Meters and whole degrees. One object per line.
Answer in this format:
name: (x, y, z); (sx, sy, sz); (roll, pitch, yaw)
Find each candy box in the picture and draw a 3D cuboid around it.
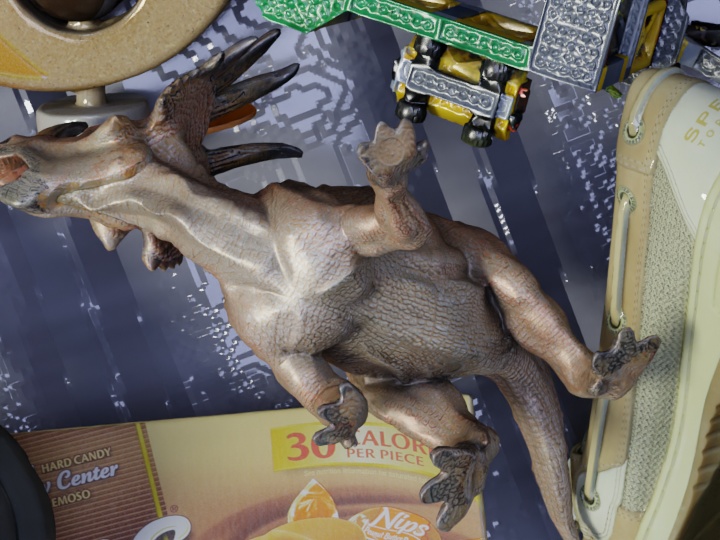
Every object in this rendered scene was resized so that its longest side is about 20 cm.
candy box: (-0.059, 0.107, 0.799); (0.200, 0.055, 0.115); (-5, 66, 0)

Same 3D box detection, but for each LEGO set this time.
LEGO set: (0.058, -0.144, 0.784); (0.154, 0.116, 0.200); (13, 106, 20)

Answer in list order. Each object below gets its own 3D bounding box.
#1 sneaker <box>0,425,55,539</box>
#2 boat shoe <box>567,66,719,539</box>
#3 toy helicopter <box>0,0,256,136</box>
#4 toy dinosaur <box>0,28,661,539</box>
sneaker: (-0.172, 0.027, 0.757); (0.200, 0.079, 0.075); (41, 108, 20)
boat shoe: (0.094, 0.032, 0.788); (0.063, 0.073, 0.201); (34, 139, 29)
toy helicopter: (-0.122, -0.069, 0.804); (0.200, 0.079, 0.132); (-29, 105, 13)
toy dinosaur: (0.000, 0.000, 0.760); (0.200, 0.136, 0.086); (34, 93, -32)
